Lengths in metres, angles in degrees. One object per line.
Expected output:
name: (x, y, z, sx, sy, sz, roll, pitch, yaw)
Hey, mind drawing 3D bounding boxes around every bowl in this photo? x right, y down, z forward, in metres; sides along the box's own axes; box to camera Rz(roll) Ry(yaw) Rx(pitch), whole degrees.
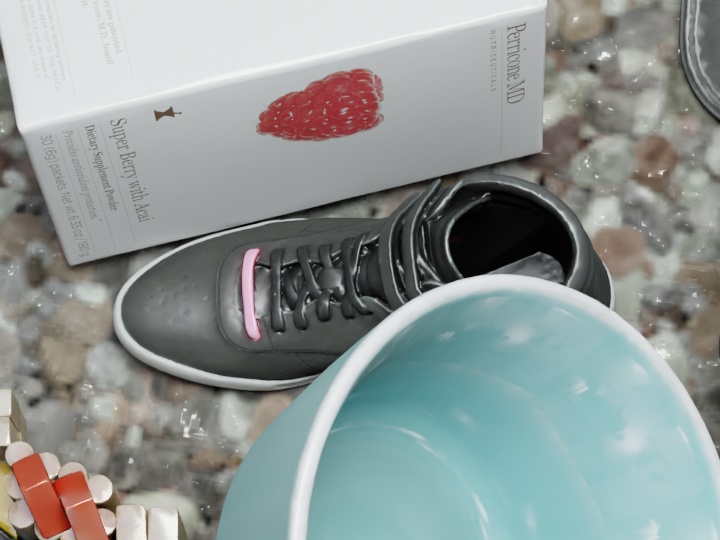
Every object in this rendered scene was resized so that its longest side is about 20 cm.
bowl: (0.027, 0.108, 0.878, 0.201, 0.105, 0.201, 9, 76, -37)

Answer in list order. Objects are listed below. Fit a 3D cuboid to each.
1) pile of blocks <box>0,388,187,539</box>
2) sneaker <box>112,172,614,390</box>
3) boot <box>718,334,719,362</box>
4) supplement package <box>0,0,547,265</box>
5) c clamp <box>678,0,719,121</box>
pile of blocks: (-0.101, 0.114, 0.934, 0.200, 0.062, 0.082, 31, 74, 11)
sneaker: (0.000, 0.000, 0.951, 0.200, 0.099, 0.071, -3, 73, 1)
boot: (0.172, -0.019, 0.941, 0.073, 0.090, 0.200, -9, 77, 23)
supplement package: (-0.037, -0.099, 0.968, 0.200, 0.121, 0.120, -14, 65, -3)
c clamp: (0.212, -0.128, 1.002, 0.171, 0.027, 0.200, -5, 83, 23)
